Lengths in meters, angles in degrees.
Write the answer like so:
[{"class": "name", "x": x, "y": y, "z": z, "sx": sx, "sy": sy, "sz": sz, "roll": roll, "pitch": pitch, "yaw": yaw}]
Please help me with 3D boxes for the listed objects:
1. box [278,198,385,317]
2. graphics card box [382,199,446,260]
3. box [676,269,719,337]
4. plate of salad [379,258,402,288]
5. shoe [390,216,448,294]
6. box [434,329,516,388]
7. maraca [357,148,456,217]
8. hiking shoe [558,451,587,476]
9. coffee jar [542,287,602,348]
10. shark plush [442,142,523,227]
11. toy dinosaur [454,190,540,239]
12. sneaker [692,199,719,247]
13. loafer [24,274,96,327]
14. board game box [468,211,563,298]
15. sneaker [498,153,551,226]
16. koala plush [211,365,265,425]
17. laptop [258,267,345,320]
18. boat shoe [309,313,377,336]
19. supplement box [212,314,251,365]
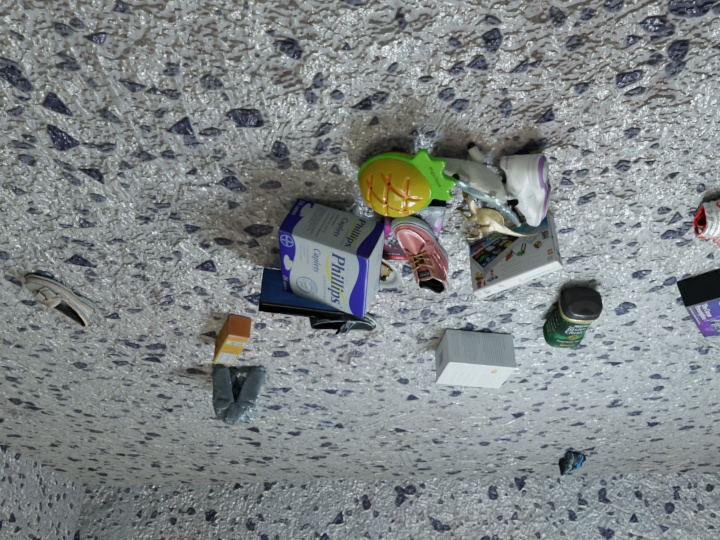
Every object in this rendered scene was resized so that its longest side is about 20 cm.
[{"class": "box", "x": -0.060, "y": -0.024, "z": 1.281, "sx": 0.197, "sy": 0.106, "sz": 0.185, "roll": 17, "pitch": 138, "yaw": 12}, {"class": "graphics card box", "x": 0.108, "y": -0.093, "z": 1.300, "sx": 0.123, "sy": 0.051, "sz": 0.201, "roll": 3, "pitch": 146, "yaw": -2}, {"class": "box", "x": 0.892, "y": 0.080, "z": 1.521, "sx": 0.140, "sy": 0.080, "sz": 0.199, "roll": -25, "pitch": 139, "yaw": 30}, {"class": "plate of salad", "x": 0.000, "y": 0.000, "z": 1.403, "sx": 0.198, "sy": 0.049, "sz": 0.200, "roll": 19, "pitch": 160, "yaw": 7}, {"class": "shoe", "x": 0.129, "y": -0.028, "z": 1.269, "sx": 0.071, "sy": 0.092, "sz": 0.200, "roll": -18, "pitch": 143, "yaw": 27}, {"class": "box", "x": 0.330, "y": 0.258, "z": 1.781, "sx": 0.197, "sy": 0.108, "sz": 0.153, "roll": 6, "pitch": 147, "yaw": -7}, {"class": "maraca", "x": 0.081, "y": -0.162, "z": 1.128, "sx": 0.198, "sy": 0.108, "sz": 0.137, "roll": -8, "pitch": 134, "yaw": 39}, {"class": "hiking shoe", "x": 0.942, "y": 0.867, "z": 2.730, "sx": 0.085, "sy": 0.075, "sz": 0.201, "roll": 2, "pitch": 147, "yaw": 0}, {"class": "coffee jar", "x": 0.548, "y": 0.123, "z": 1.586, "sx": 0.103, "sy": 0.086, "sz": 0.201, "roll": 1, "pitch": 147, "yaw": 0}, {"class": "shark plush", "x": 0.232, "y": -0.159, "z": 1.158, "sx": 0.198, "sy": 0.092, "sz": 0.083, "roll": 25, "pitch": 156, "yaw": -16}, {"class": "toy dinosaur", "x": 0.262, "y": -0.096, "z": 1.253, "sx": 0.199, "sy": 0.059, "sz": 0.101, "roll": 32, "pitch": 157, "yaw": -16}, {"class": "sneaker", "x": 0.757, "y": -0.080, "z": 1.288, "sx": 0.106, "sy": 0.068, "sz": 0.202, "roll": -9, "pitch": 142, "yaw": 17}, {"class": "loafer", "x": -0.773, "y": 0.080, "z": 1.580, "sx": 0.071, "sy": 0.064, "sz": 0.200, "roll": -17, "pitch": 143, "yaw": 27}, {"class": "board game box", "x": 0.328, "y": -0.031, "z": 1.318, "sx": 0.198, "sy": 0.128, "sz": 0.034, "roll": -24, "pitch": 140, "yaw": 34}, {"class": "sneaker", "x": 0.317, "y": -0.160, "z": 1.191, "sx": 0.098, "sy": 0.076, "sz": 0.201, "roll": 10, "pitch": 153, "yaw": 25}, {"class": "koala plush", "x": -0.405, "y": 0.425, "z": 2.023, "sx": 0.175, "sy": 0.186, "sz": 0.200, "roll": 5, "pitch": 159, "yaw": -5}, {"class": "laptop", "x": -0.134, "y": 0.045, "z": 1.397, "sx": 0.184, "sy": 0.118, "sz": 0.200, "roll": 7, "pitch": 169, "yaw": -9}, {"class": "boat shoe", "x": -0.048, "y": 0.143, "z": 1.659, "sx": 0.197, "sy": 0.063, "sz": 0.075, "roll": 11, "pitch": 144, "yaw": -18}, {"class": "supplement box", "x": -0.370, "y": 0.202, "z": 1.755, "sx": 0.068, "sy": 0.067, "sz": 0.200, "roll": 13, "pitch": 146, "yaw": -23}]
